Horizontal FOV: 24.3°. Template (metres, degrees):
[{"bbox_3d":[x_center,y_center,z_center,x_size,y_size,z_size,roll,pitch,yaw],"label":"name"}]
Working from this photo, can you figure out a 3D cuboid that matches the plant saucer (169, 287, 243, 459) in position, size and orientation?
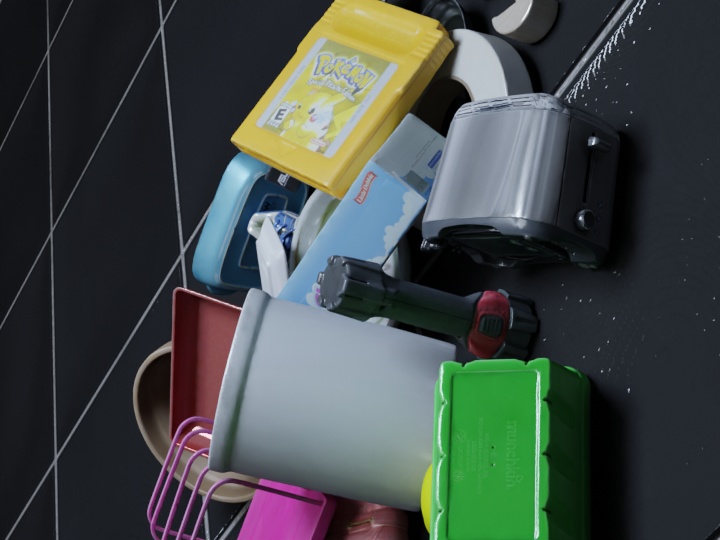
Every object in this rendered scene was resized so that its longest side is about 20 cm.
[{"bbox_3d":[-0.110,0.125,1.778,0.037,0.198,0.201,-40,-39,-52],"label":"plant saucer"}]

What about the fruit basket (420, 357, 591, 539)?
[{"bbox_3d":[0.116,0.182,1.384,0.215,0.154,0.218,-3,-90,-76],"label":"fruit basket"}]

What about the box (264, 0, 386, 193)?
[{"bbox_3d":[-0.032,-0.216,1.850,0.193,0.047,0.201,-54,12,55],"label":"box"}]

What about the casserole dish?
[{"bbox_3d":[-0.124,-0.053,1.985,0.039,0.121,0.201,37,111,43],"label":"casserole dish"}]

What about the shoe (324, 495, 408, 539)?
[{"bbox_3d":[-0.015,0.259,1.648,0.200,0.071,0.092,-21,56,54],"label":"shoe"}]

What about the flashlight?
[{"bbox_3d":[0.057,0.032,1.465,0.068,0.199,0.068,-54,32,38],"label":"flashlight"}]

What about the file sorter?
[{"bbox_3d":[-0.127,0.243,1.654,0.140,0.125,0.200,-69,20,6],"label":"file sorter"}]

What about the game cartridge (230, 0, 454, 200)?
[{"bbox_3d":[-0.019,-0.179,1.656,0.176,0.032,0.201,27,80,46],"label":"game cartridge"}]

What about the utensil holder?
[{"bbox_3d":[-0.025,0.123,1.530,0.170,0.198,0.171,14,-90,-89],"label":"utensil holder"}]

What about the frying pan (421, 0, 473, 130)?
[{"bbox_3d":[0.098,-0.202,1.696,0.191,0.031,0.116,62,140,45],"label":"frying pan"}]

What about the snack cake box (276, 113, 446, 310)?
[{"bbox_3d":[0.006,-0.039,1.589,0.200,0.067,0.115,-55,0,35],"label":"snack cake box"}]

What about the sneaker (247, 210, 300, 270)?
[{"bbox_3d":[-0.067,-0.021,1.888,0.200,0.077,0.076,27,99,62],"label":"sneaker"}]

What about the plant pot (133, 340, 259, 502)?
[{"bbox_3d":[-0.153,0.155,1.903,0.201,0.201,0.093,-52,-7,39],"label":"plant pot"}]

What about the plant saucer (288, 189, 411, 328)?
[{"bbox_3d":[0.000,0.000,1.740,0.199,0.050,0.202,-2,88,52],"label":"plant saucer"}]

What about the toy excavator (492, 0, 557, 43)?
[{"bbox_3d":[0.123,-0.317,1.655,0.199,0.099,0.196,-1,77,55],"label":"toy excavator"}]

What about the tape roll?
[{"bbox_3d":[0.094,-0.133,1.629,0.202,0.037,0.205,-19,67,54],"label":"tape roll"}]

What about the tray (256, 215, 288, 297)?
[{"bbox_3d":[-0.090,0.050,1.843,0.107,0.022,0.202,-122,23,-64],"label":"tray"}]

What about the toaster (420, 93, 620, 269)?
[{"bbox_3d":[0.137,-0.075,1.451,0.199,0.113,0.130,-1,71,55],"label":"toaster"}]
